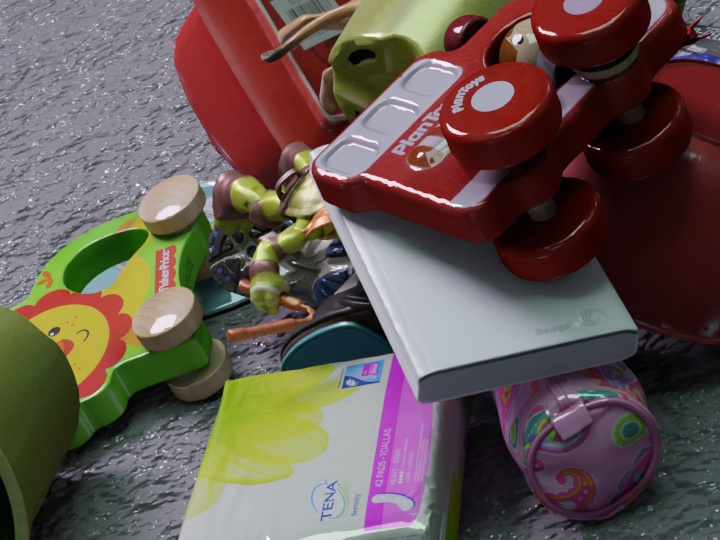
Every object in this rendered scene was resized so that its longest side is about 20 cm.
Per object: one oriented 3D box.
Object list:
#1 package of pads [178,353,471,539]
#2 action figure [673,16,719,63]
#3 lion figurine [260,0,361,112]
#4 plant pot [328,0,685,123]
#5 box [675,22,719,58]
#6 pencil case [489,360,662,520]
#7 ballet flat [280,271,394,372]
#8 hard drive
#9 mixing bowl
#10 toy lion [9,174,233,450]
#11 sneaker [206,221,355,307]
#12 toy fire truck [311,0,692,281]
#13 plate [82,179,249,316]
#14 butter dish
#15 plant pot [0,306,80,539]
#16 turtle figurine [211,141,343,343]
[{"bbox_3d":[-0.021,0.126,1.370,0.153,0.069,0.200,-10,28,12],"label":"package of pads"},{"bbox_3d":[0.213,-0.135,1.624,0.199,0.052,0.065,4,38,40],"label":"action figure"},{"bbox_3d":[0.039,-0.155,1.664,0.199,0.073,0.122,10,-33,-42],"label":"lion figurine"},{"bbox_3d":[0.080,-0.161,1.534,0.200,0.201,0.184,12,52,43],"label":"plant pot"},{"bbox_3d":[0.257,-0.110,1.654,0.199,0.050,0.158,13,40,43],"label":"box"},{"bbox_3d":[0.114,0.063,1.390,0.087,0.088,0.200,-17,29,0],"label":"pencil case"},{"bbox_3d":[0.025,0.024,1.471,0.200,0.068,0.069,-24,36,49],"label":"ballet flat"},{"bbox_3d":[0.062,-0.012,1.369,0.131,0.026,0.201,-12,44,-14],"label":"hard drive"},{"bbox_3d":[0.201,-0.059,1.445,0.199,0.109,0.201,11,34,-8],"label":"mixing bowl"},{"bbox_3d":[-0.185,0.041,1.611,0.191,0.069,0.201,-19,37,13],"label":"toy lion"},{"bbox_3d":[0.000,0.000,1.574,0.199,0.078,0.085,22,12,27],"label":"sneaker"},{"bbox_3d":[0.084,-0.097,1.355,0.167,0.112,0.200,21,59,43],"label":"toy fire truck"},{"bbox_3d":[-0.119,-0.024,1.740,0.199,0.026,0.201,-14,28,8],"label":"plate"},{"bbox_3d":[-0.061,-0.134,1.767,0.148,0.200,0.199,-37,-12,38],"label":"butter dish"},{"bbox_3d":[-0.261,0.109,1.441,0.199,0.201,0.190,-8,18,17],"label":"plant pot"},{"bbox_3d":[-0.034,-0.036,1.470,0.200,0.065,0.161,-39,27,-16],"label":"turtle figurine"}]
